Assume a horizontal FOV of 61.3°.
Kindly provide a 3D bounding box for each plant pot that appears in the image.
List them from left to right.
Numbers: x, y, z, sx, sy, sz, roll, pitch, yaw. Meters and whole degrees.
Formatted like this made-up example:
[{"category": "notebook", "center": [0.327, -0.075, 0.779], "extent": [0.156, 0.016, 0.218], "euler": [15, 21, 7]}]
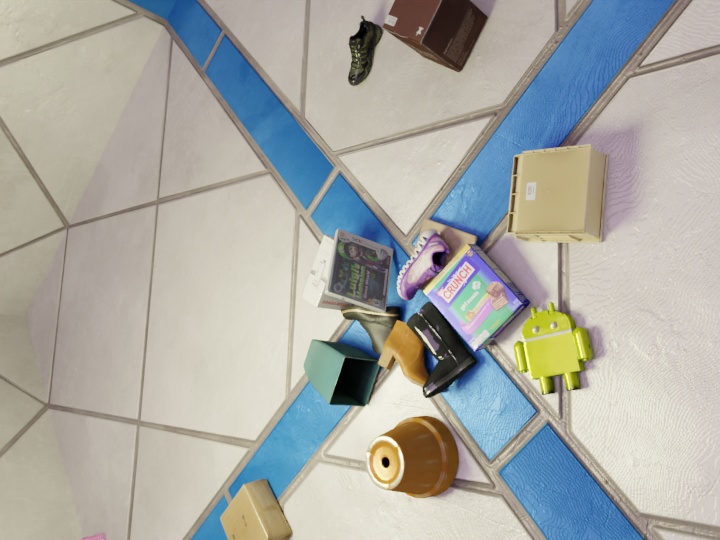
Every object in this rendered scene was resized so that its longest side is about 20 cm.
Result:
[{"category": "plant pot", "center": [-0.070, 0.281, 1.764], "extent": [0.199, 0.140, 0.144], "euler": [28, 101, 49]}, {"category": "plant pot", "center": [0.115, 0.472, 1.528], "extent": [0.198, 0.182, 0.204], "euler": [-9, 76, 40]}]

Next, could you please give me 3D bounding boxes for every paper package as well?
[{"category": "paper package", "center": [-0.336, 0.809, 1.930], "extent": [0.192, 0.103, 0.201], "euler": [-55, 53, 22]}]

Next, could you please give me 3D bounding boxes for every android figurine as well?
[{"category": "android figurine", "center": [0.436, 0.176, 1.389], "extent": [0.180, 0.041, 0.204], "euler": [-18, 72, 39]}]

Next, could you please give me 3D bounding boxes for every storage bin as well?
[{"category": "storage bin", "center": [0.450, -0.172, 1.402], "extent": [0.196, 0.093, 0.204], "euler": [3, 84, 43]}]

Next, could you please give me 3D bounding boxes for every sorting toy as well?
[{"category": "sorting toy", "center": [0.215, -0.026, 1.631], "extent": [0.199, 0.036, 0.188], "euler": [26, 100, 46]}]

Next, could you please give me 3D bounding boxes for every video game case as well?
[{"category": "video game case", "center": [0.000, 0.000, 1.688], "extent": [0.023, 0.179, 0.203], "euler": [137, 147, -56]}]

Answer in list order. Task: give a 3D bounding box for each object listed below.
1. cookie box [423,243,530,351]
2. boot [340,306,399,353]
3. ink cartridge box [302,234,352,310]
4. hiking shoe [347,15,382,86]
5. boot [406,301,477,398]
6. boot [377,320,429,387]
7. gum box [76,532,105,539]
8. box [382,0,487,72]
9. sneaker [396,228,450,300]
[{"category": "cookie box", "center": [0.282, 0.064, 1.492], "extent": [0.172, 0.075, 0.201], "euler": [-49, 66, 20]}, {"category": "boot", "center": [0.023, 0.173, 1.743], "extent": [0.198, 0.077, 0.141], "euler": [-2, 86, 43]}, {"category": "ink cartridge box", "center": [-0.068, 0.012, 1.800], "extent": [0.082, 0.145, 0.203], "euler": [30, 103, 43]}, {"category": "hiking shoe", "center": [-0.010, -0.685, 1.902], "extent": [0.075, 0.100, 0.203], "euler": [25, 99, 42]}, {"category": "boot", "center": [0.179, 0.202, 1.566], "extent": [0.164, 0.066, 0.201], "euler": [-35, 64, -3]}, {"category": "boot", "center": [0.153, 0.224, 1.621], "extent": [0.199, 0.071, 0.146], "euler": [25, 81, 25]}, {"category": "gum box", "center": [-1.147, 1.228, 2.578], "extent": [0.066, 0.113, 0.203], "euler": [-23, 68, 36]}, {"category": "box", "center": [0.203, -0.670, 1.642], "extent": [0.166, 0.198, 0.166], "euler": [40, 108, 38]}, {"category": "sneaker", "center": [0.169, -0.004, 1.596], "extent": [0.088, 0.080, 0.202], "euler": [37, 107, 36]}]
